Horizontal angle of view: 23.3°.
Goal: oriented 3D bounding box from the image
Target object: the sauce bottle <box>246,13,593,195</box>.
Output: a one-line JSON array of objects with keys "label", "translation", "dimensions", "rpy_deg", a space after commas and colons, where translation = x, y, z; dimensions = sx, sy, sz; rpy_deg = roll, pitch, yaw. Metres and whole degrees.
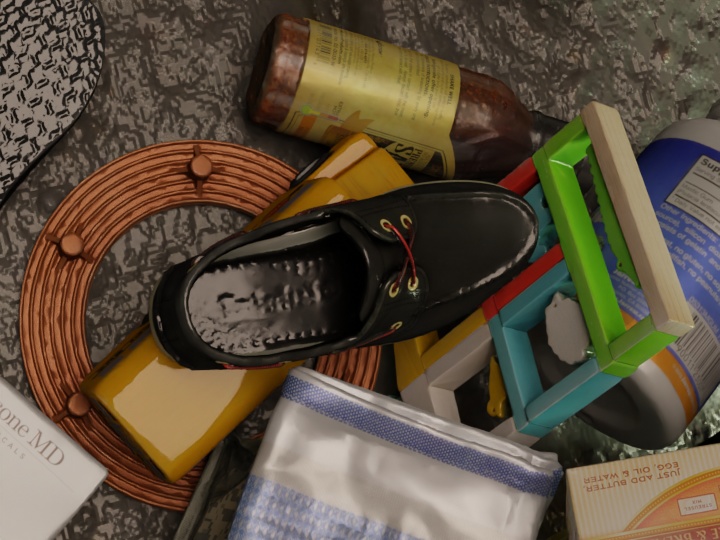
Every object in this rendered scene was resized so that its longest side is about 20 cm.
[{"label": "sauce bottle", "translation": [0.038, -0.085, 0.960], "dimensions": [0.198, 0.066, 0.067], "rpy_deg": [15, 76, -12]}]

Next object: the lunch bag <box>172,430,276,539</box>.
[{"label": "lunch bag", "translation": [-0.029, 0.201, 0.862], "dimensions": [0.163, 0.117, 0.201], "rpy_deg": [28, 78, -18]}]

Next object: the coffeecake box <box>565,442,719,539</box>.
[{"label": "coffeecake box", "translation": [0.181, 0.178, 0.753], "dimensions": [0.152, 0.073, 0.201], "rpy_deg": [-10, 61, 2]}]

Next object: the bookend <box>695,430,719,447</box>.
[{"label": "bookend", "translation": [0.245, 0.158, 0.932], "dimensions": [0.091, 0.200, 0.200], "rpy_deg": [-18, 74, -19]}]

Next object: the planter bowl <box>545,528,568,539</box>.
[{"label": "planter bowl", "translation": [0.147, 0.223, 0.845], "dimensions": [0.199, 0.083, 0.202], "rpy_deg": [2, 86, -31]}]

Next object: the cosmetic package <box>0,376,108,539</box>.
[{"label": "cosmetic package", "translation": [-0.224, 0.141, 0.835], "dimensions": [0.102, 0.074, 0.200], "rpy_deg": [41, 73, -7]}]

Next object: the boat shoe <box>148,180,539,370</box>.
[{"label": "boat shoe", "translation": [0.001, 0.003, 0.827], "dimensions": [0.200, 0.063, 0.074], "rpy_deg": [-15, 92, -20]}]

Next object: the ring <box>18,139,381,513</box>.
[{"label": "ring", "translation": [-0.081, 0.028, 0.928], "dimensions": [0.199, 0.019, 0.202], "rpy_deg": [3, 79, -16]}]

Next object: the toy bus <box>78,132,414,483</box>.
[{"label": "toy bus", "translation": [-0.048, 0.015, 0.883], "dimensions": [0.200, 0.078, 0.065], "rpy_deg": [-43, 100, -15]}]

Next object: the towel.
[{"label": "towel", "translation": [0.003, 0.157, 0.800], "dimensions": [0.146, 0.024, 0.201], "rpy_deg": [22, 77, -12]}]

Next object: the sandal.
[{"label": "sandal", "translation": [-0.201, -0.058, 0.896], "dimensions": [0.075, 0.048, 0.201], "rpy_deg": [32, 85, -11]}]

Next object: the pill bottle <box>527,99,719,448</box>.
[{"label": "pill bottle", "translation": [0.182, -0.011, 0.960], "dimensions": [0.112, 0.112, 0.200], "rpy_deg": [43, 71, -6]}]

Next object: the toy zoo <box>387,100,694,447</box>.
[{"label": "toy zoo", "translation": [0.076, 0.024, 0.895], "dimensions": [0.020, 0.200, 0.132], "rpy_deg": [14, 49, -37]}]
